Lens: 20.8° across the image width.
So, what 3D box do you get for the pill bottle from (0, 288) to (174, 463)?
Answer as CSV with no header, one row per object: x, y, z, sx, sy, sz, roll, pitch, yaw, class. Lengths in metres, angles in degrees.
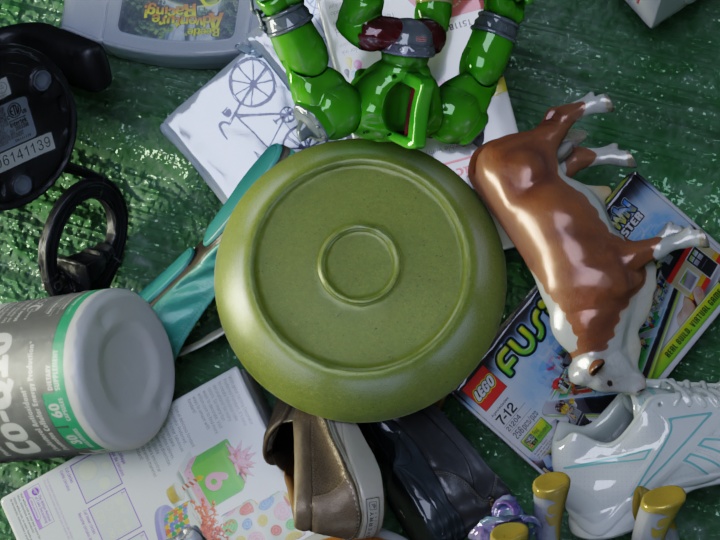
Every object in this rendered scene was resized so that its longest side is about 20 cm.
-0.240,0.079,1.391,0.198,0.113,0.114,-9,74,32,pill bottle

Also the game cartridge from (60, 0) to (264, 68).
-0.130,-0.222,1.504,0.198,0.041,0.135,4,82,13,game cartridge

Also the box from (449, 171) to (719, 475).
0.164,0.044,1.357,0.110,0.035,0.200,40,88,-1,box

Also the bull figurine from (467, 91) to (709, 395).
0.153,-0.018,1.303,0.121,0.065,0.201,-30,74,-4,bull figurine

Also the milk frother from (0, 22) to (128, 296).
-0.278,-0.082,1.459,0.187,0.179,0.202,20,113,50,milk frother

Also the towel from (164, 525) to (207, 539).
-0.146,0.294,1.320,0.199,0.086,0.166,-30,110,4,towel

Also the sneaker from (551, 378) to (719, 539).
0.219,0.105,1.308,0.199,0.070,0.081,-25,104,-4,sneaker

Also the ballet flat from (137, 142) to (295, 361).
-0.096,-0.003,1.417,0.070,0.067,0.200,39,106,-15,ballet flat

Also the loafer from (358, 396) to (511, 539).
0.030,0.101,1.380,0.072,0.073,0.201,-24,73,-18,loafer

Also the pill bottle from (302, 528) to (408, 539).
-0.004,0.275,1.272,0.111,0.113,0.201,-10,42,10,pill bottle

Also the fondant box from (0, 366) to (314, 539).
-0.136,0.181,1.396,0.199,0.058,0.145,-29,72,5,fondant box

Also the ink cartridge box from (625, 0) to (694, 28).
0.206,-0.309,1.373,0.145,0.147,0.200,-33,72,-18,ink cartridge box

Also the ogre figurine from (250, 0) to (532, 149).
0.021,-0.143,1.306,0.098,0.199,0.121,9,98,45,ogre figurine

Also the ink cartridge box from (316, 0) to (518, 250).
0.050,-0.106,1.390,0.115,0.067,0.202,-16,86,2,ink cartridge box

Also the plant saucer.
0.000,0.000,1.312,0.198,0.031,0.202,0,72,0,plant saucer

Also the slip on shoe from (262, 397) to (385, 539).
-0.039,0.110,1.339,0.060,0.077,0.201,-5,38,-16,slip on shoe

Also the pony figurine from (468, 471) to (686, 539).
0.135,0.232,1.262,0.191,0.167,0.202,-13,118,1,pony figurine

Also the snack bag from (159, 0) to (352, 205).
-0.026,-0.103,1.440,0.200,0.021,0.189,-39,84,1,snack bag
